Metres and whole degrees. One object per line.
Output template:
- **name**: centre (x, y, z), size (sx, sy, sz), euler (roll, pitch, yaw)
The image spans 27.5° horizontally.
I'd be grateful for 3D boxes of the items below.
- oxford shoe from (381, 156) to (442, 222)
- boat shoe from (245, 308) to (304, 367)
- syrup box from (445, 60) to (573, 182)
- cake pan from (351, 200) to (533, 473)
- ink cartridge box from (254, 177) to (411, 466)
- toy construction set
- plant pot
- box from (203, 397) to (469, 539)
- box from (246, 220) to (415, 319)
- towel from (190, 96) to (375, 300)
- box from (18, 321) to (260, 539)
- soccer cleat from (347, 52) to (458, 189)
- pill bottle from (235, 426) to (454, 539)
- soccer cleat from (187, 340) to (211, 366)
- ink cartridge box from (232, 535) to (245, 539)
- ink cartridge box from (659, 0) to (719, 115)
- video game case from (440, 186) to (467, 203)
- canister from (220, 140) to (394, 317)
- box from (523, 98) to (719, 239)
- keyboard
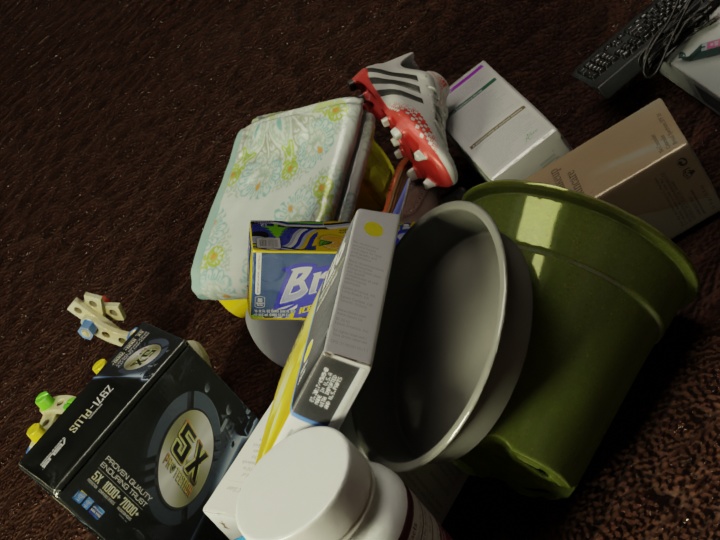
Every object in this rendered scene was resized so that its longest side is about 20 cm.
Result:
- **oxford shoe**: centre (0.056, -0.050, 1.426), size (0.072, 0.072, 0.201), euler (15, 48, 17)
- **boat shoe**: centre (-0.027, 0.050, 1.376), size (0.070, 0.072, 0.199), euler (-29, 18, -37)
- **syrup box**: centre (0.143, -0.123, 1.434), size (0.081, 0.079, 0.200), euler (-37, 31, 5)
- **cake pan**: centre (0.058, 0.051, 1.065), size (0.200, 0.036, 0.202), euler (-41, 39, 45)
- **ink cartridge box**: centre (-0.025, 0.055, 1.112), size (0.201, 0.047, 0.199), euler (-79, 11, -46)
- **toy construction set**: centre (-0.282, 0.117, 1.583), size (0.130, 0.092, 0.202), euler (-14, 50, 36)
- **plant pot**: centre (0.134, 0.064, 1.127), size (0.199, 0.200, 0.191), euler (3, 62, 48)
- **box**: centre (-0.004, 0.156, 1.208), size (0.151, 0.107, 0.201), euler (1, 49, 47)
- **box**: centre (0.000, 0.000, 1.293), size (0.197, 0.071, 0.064), euler (1, 26, -7)
- **towel**: centre (-0.075, -0.068, 1.422), size (0.170, 0.048, 0.202), euler (-6, 61, 44)
- **box**: centre (-0.160, 0.175, 1.260), size (0.164, 0.200, 0.086), euler (-49, 31, -17)
- **soccer cleat**: centre (0.058, -0.151, 1.429), size (0.085, 0.069, 0.200), euler (-29, 40, -6)
- **pill bottle**: centre (0.007, 0.209, 1.038), size (0.113, 0.200, 0.115), euler (-27, 33, 19)
- **soccer cleat**: centre (-0.152, 0.146, 1.426), size (0.077, 0.069, 0.201), euler (-21, 42, 19)
- **ink cartridge box**: centre (-0.122, 0.321, 1.087), size (0.199, 0.145, 0.148), euler (-26, 33, 21)
- **ink cartridge box**: centre (0.365, -0.232, 1.373), size (0.173, 0.044, 0.200), euler (-39, 31, 3)
- **video game case**: centre (0.038, 0.021, 1.418), size (0.199, 0.022, 0.183), euler (-33, 31, 12)
- **canister**: centre (-0.065, -0.053, 1.532), size (0.199, 0.087, 0.149), euler (-36, 17, 19)
- **box**: centre (0.201, -0.051, 1.278), size (0.199, 0.078, 0.095), euler (-32, 30, 11)
- **keyboard**: centre (0.289, -0.246, 1.394), size (0.200, 0.040, 0.104), euler (-42, 30, 0)
